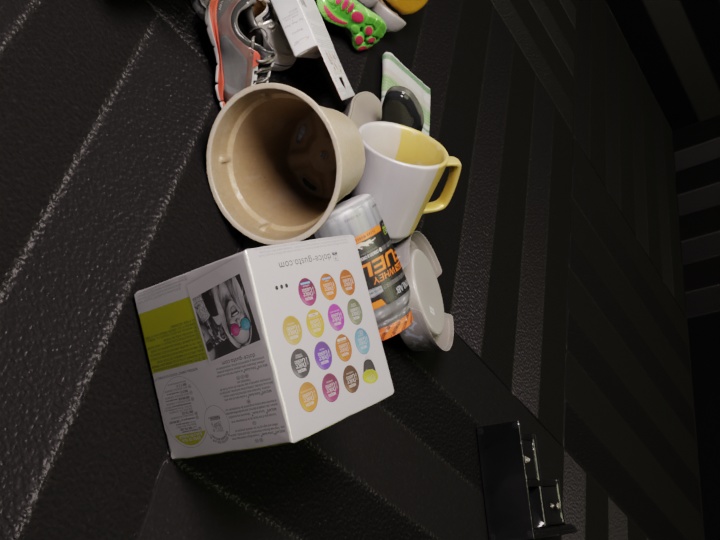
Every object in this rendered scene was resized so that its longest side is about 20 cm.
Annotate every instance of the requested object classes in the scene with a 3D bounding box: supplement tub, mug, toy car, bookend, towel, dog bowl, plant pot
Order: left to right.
[{"bbox_3d":[-0.081,-0.152,1.059,0.183,0.196,0.205,-29,99,-65],"label":"plant pot"},{"bbox_3d":[0.000,0.000,1.146,0.122,0.120,0.204,-36,105,-53],"label":"supplement tub"},{"bbox_3d":[0.043,-0.568,1.436,0.198,0.176,0.151,20,25,-48],"label":"toy car"},{"bbox_3d":[0.065,-0.126,1.214,0.182,0.156,0.151,14,30,-4],"label":"mug"},{"bbox_3d":[0.081,-0.297,1.471,0.148,0.030,0.205,29,56,-42],"label":"towel"},{"bbox_3d":[0.095,0.041,1.282,0.201,0.057,0.204,51,31,-46],"label":"dog bowl"},{"bbox_3d":[0.313,0.396,1.442,0.198,0.091,0.204,19,61,-50],"label":"bookend"}]

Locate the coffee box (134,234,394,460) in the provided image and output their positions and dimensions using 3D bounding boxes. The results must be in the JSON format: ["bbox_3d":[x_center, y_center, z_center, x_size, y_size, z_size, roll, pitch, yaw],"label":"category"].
[{"bbox_3d":[-0.109,0.088,0.891,0.198,0.197,0.203,-11,85,-54],"label":"coffee box"}]

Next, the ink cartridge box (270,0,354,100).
[{"bbox_3d":[-0.070,-0.343,1.195,0.200,0.043,0.177,-70,138,-75],"label":"ink cartridge box"}]

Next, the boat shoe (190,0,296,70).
[{"bbox_3d":[-0.154,-0.366,1.129,0.198,0.069,0.073,29,53,-44],"label":"boat shoe"}]

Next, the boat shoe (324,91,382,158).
[{"bbox_3d":[-0.015,-0.237,1.294,0.067,0.057,0.202,43,39,-16],"label":"boat shoe"}]

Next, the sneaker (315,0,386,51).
[{"bbox_3d":[-0.017,-0.457,1.350,0.199,0.076,0.085,25,38,-61],"label":"sneaker"}]

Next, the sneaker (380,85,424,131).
[{"bbox_3d":[0.054,-0.204,1.289,0.202,0.074,0.116,97,15,-51],"label":"sneaker"}]

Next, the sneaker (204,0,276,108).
[{"bbox_3d":[-0.153,-0.277,1.058,0.077,0.080,0.205,-48,132,-49],"label":"sneaker"}]
